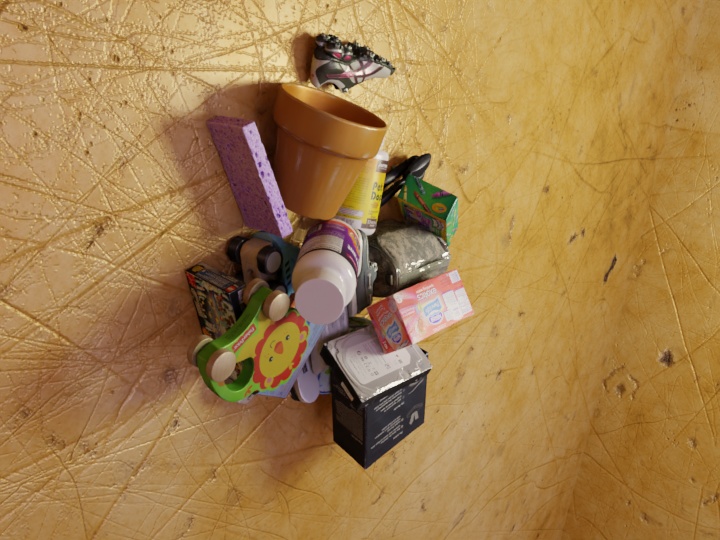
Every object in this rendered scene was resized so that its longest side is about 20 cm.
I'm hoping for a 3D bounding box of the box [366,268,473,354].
[{"bbox_3d":[0.123,0.081,1.182,0.197,0.094,0.105,-20,84,-40],"label":"box"}]

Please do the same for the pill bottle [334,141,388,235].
[{"bbox_3d":[-0.005,-0.180,1.162,0.107,0.108,0.206,-1,106,-46],"label":"pill bottle"}]

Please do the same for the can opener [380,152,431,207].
[{"bbox_3d":[0.072,-0.194,1.284,0.198,0.063,0.079,-37,156,-21],"label":"can opener"}]

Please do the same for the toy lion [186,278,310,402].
[{"bbox_3d":[-0.162,0.129,0.948,0.200,0.067,0.195,-48,143,-29],"label":"toy lion"}]

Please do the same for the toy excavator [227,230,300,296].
[{"bbox_3d":[-0.137,0.004,1.112,0.199,0.098,0.200,-34,129,-45],"label":"toy excavator"}]

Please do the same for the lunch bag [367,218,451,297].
[{"bbox_3d":[0.080,-0.022,1.274,0.197,0.165,0.144,-19,119,-42],"label":"lunch bag"}]

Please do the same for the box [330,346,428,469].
[{"bbox_3d":[0.042,0.276,1.273,0.194,0.116,0.205,-26,128,-37],"label":"box"}]

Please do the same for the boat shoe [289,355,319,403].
[{"bbox_3d":[-0.136,0.166,1.187,0.071,0.067,0.206,-21,100,-45],"label":"boat shoe"}]

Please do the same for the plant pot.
[{"bbox_3d":[-0.073,-0.201,1.035,0.197,0.199,0.187,-4,123,-46],"label":"plant pot"}]

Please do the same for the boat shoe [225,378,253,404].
[{"bbox_3d":[-0.189,0.163,1.123,0.065,0.071,0.204,36,80,-48],"label":"boat shoe"}]

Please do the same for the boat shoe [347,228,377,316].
[{"bbox_3d":[0.000,0.000,1.168,0.060,0.073,0.204,-16,131,-25],"label":"boat shoe"}]

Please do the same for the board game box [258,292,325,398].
[{"bbox_3d":[-0.134,0.144,1.094,0.102,0.019,0.203,20,103,-46],"label":"board game box"}]

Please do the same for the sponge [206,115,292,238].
[{"bbox_3d":[-0.182,-0.153,0.977,0.030,0.110,0.204,-38,129,-31],"label":"sponge"}]

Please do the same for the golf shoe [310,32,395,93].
[{"bbox_3d":[-0.018,-0.383,1.113,0.196,0.077,0.090,-4,129,-44],"label":"golf shoe"}]

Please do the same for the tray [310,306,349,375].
[{"bbox_3d":[-0.058,0.101,1.160,0.106,0.022,0.206,-26,121,-40],"label":"tray"}]

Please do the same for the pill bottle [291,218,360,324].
[{"bbox_3d":[-0.058,0.001,1.005,0.202,0.108,0.114,-82,167,-61],"label":"pill bottle"}]

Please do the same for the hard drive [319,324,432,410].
[{"bbox_3d":[0.034,0.176,1.161,0.196,0.141,0.038,-15,147,-39],"label":"hard drive"}]

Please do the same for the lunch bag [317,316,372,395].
[{"bbox_3d":[-0.040,0.184,1.286,0.197,0.081,0.166,5,101,-48],"label":"lunch bag"}]

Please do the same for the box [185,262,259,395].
[{"bbox_3d":[-0.227,0.099,1.007,0.039,0.135,0.205,-30,125,-36],"label":"box"}]

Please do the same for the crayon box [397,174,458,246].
[{"bbox_3d":[0.151,-0.126,1.291,0.059,0.117,0.200,-60,165,-8],"label":"crayon box"}]
